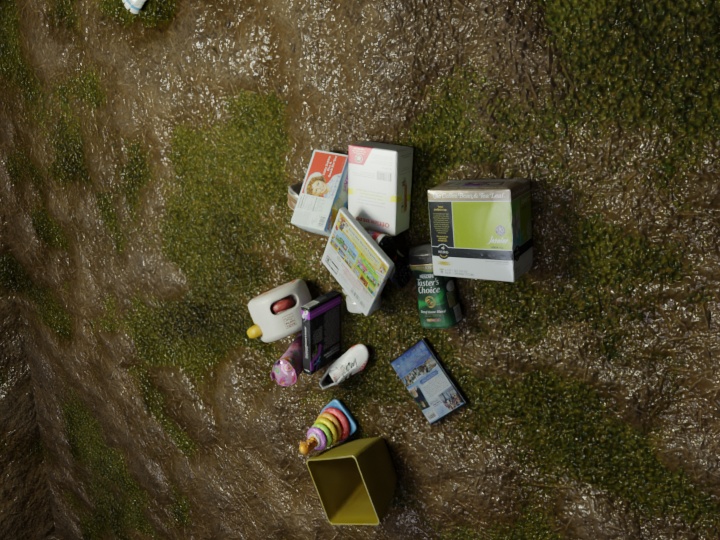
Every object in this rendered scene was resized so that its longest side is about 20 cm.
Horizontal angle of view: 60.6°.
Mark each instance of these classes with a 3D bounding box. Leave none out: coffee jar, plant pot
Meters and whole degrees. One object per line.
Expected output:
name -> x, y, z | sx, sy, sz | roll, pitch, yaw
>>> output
coffee jar -> 0.182, 0.035, 1.507 | 0.102, 0.085, 0.206 | -4, 103, 39
plant pot -> -0.005, 0.591, 1.778 | 0.197, 0.175, 0.205 | -18, 94, 39

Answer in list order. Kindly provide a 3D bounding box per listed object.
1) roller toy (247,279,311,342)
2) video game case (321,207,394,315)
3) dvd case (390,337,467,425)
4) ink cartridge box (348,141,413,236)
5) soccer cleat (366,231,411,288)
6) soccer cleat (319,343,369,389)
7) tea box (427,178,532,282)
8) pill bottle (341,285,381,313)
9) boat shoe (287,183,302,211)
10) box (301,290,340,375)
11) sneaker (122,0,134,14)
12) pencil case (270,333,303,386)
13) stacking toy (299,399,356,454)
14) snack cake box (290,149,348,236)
roller toy -> -0.221, 0.122, 1.770 | 0.179, 0.199, 0.143 | -19, 95, 33
video game case -> -0.011, -0.020, 1.507 | 0.201, 0.023, 0.184 | 50, 139, 25
dvd case -> 0.181, 0.296, 1.641 | 0.142, 0.017, 0.202 | -41, 79, 38
ink cartridge box -> 0.047, -0.204, 1.517 | 0.142, 0.083, 0.206 | 14, 113, 31
soccer cleat -> 0.068, -0.029, 1.537 | 0.072, 0.069, 0.201 | 25, 162, 39
soccer cleat -> -0.046, 0.279, 1.760 | 0.200, 0.085, 0.069 | -42, 80, 38
tea box -> 0.268, -0.095, 1.369 | 0.196, 0.133, 0.202 | 6, 110, 34
pill bottle -> 0.000, 0.000, 1.613 | 0.111, 0.113, 0.206 | 4, 108, 35
boat shoe -> -0.130, -0.156, 1.688 | 0.200, 0.075, 0.073 | 46, 131, 26
box -> -0.109, 0.174, 1.735 | 0.035, 0.142, 0.206 | 12, 112, 33
sneaker -> -0.701, -0.892, 1.864 | 0.085, 0.075, 0.203 | -24, 97, 31
pencil case -> -0.189, 0.256, 1.785 | 0.085, 0.200, 0.090 | 6, 112, 16
stacking toy -> -0.113, 0.483, 1.806 | 0.117, 0.199, 0.110 | 50, 127, 9
snack cake box -> -0.091, -0.198, 1.585 | 0.113, 0.067, 0.205 | 15, 84, 33
